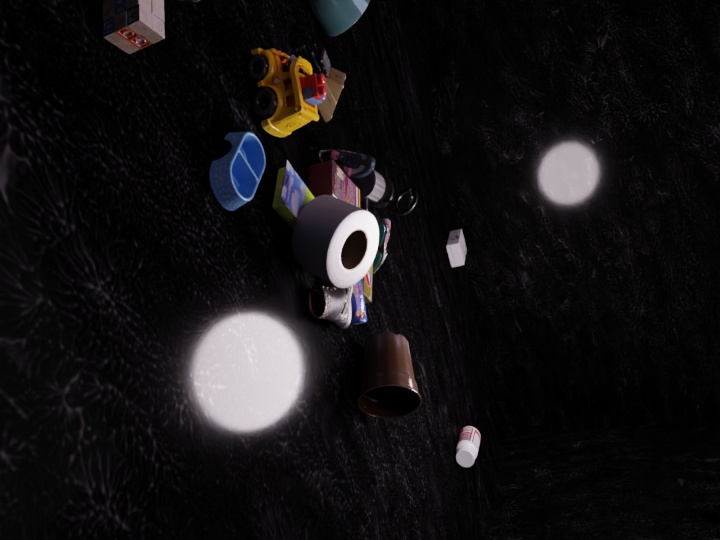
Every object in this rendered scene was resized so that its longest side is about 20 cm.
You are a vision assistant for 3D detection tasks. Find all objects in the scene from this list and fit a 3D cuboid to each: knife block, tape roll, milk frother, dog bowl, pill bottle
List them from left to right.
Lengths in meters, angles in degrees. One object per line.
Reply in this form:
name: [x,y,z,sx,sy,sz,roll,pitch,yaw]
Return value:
dog bowl: [-0.263,-0.225,1.153,0.205,0.048,0.113,-80,151,-42]
knife block: [-0.139,-0.584,1.623,0.202,0.170,0.066,123,-17,-49]
tape roll: [-0.063,-0.076,1.358,0.200,0.137,0.210,-28,129,-40]
milk frother: [0.077,-0.275,1.818,0.187,0.194,0.188,7,67,-66]
pill bottle: [0.525,0.862,2.573,0.200,0.106,0.114,-39,116,-65]

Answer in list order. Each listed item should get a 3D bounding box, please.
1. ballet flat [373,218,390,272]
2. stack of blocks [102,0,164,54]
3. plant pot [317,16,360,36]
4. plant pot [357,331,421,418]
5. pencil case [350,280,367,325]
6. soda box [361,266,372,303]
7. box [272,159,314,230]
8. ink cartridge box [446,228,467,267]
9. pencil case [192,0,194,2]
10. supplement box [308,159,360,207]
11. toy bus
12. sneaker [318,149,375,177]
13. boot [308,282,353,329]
ballet flat: [0.067,-0.082,1.782,0.070,0.068,0.206,-20,133,-49]
stack of blocks: [-0.378,-0.494,0.896,0.058,0.111,0.209,17,65,-64]
plant pot: [-0.088,-0.906,1.712,0.160,0.196,0.207,38,44,-41]
plant pot: [0.085,0.317,1.624,0.202,0.194,0.203,57,24,-43]
pencil case: [-0.031,0.064,1.571,0.075,0.086,0.209,-5,83,-26]
soda box: [0.000,0.000,1.693,0.068,0.062,0.207,48,38,-53]
box: [-0.166,-0.173,1.371,0.201,0.046,0.126,52,35,-52]
ink cartridge box: [0.584,-0.136,3.185,0.201,0.081,0.149,-62,136,-57]
pencil case: [-0.367,-0.640,1.033,0.088,0.076,0.208,-12,92,-48]
supplement box: [-0.075,-0.227,1.573,0.199,0.083,0.115,37,48,-60]
toy bus: [-0.169,-0.462,1.307,0.135,0.186,0.208,-5,83,-66]
sneaker: [-0.047,-0.324,1.567,0.081,0.195,0.073,24,79,-49]
boot: [-0.082,0.049,1.457,0.153,0.071,0.212,28,55,-60]
